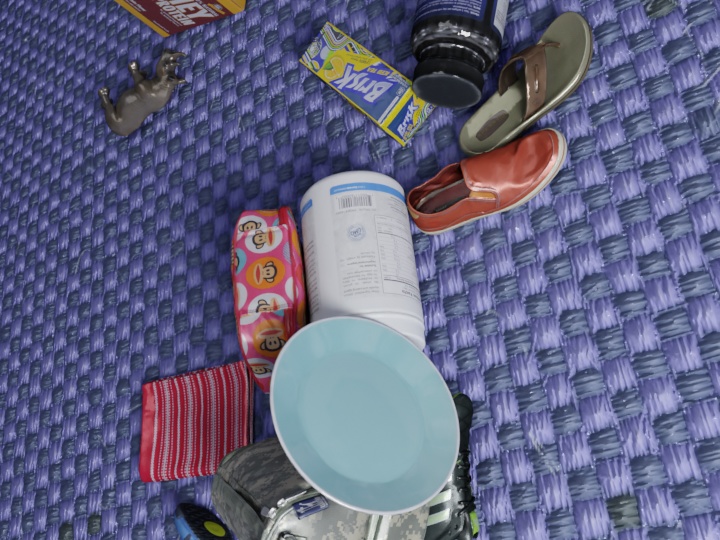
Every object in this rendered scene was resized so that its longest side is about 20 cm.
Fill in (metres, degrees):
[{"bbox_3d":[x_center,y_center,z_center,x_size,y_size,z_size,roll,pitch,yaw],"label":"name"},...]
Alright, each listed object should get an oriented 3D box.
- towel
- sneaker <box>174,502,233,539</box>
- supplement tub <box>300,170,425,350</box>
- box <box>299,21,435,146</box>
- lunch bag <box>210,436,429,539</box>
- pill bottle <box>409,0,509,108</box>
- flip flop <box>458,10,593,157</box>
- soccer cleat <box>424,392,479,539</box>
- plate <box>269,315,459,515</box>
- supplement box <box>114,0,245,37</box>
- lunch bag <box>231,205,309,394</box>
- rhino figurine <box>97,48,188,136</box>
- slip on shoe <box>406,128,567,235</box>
[{"bbox_3d":[-0.226,0.206,1.024,0.198,0.022,0.146,-16,66,29],"label":"towel"},{"bbox_3d":[-0.178,0.364,0.905,0.200,0.066,0.079,36,99,38],"label":"sneaker"},{"bbox_3d":[0.000,0.000,0.873,0.131,0.132,0.202,-19,64,28],"label":"supplement tub"},{"bbox_3d":[0.006,-0.250,1.002,0.070,0.064,0.200,-51,53,9],"label":"box"},{"bbox_3d":[-0.051,0.247,0.756,0.200,0.166,0.141,7,81,63],"label":"lunch bag"},{"bbox_3d":[0.121,-0.307,0.912,0.111,0.112,0.202,3,75,35],"label":"pill bottle"},{"bbox_3d":[0.185,-0.213,0.867,0.200,0.057,0.081,-44,54,14],"label":"flip flop"},{"bbox_3d":[0.091,0.228,0.775,0.080,0.067,0.202,17,90,28],"label":"soccer cleat"},{"bbox_3d":[0.004,0.136,0.718,0.026,0.198,0.202,-52,46,45],"label":"plate"},{"bbox_3d":[-0.295,-0.536,1.271,0.196,0.132,0.202,-4,71,33],"label":"supplement box"},{"bbox_3d":[-0.100,0.043,0.908,0.081,0.177,0.202,-7,56,1],"label":"lunch bag"},{"bbox_3d":[-0.365,-0.305,1.280,0.199,0.060,0.088,-33,77,20],"label":"rhino figurine"},{"bbox_3d":[0.140,-0.102,0.858,0.199,0.061,0.075,-25,59,24],"label":"slip on shoe"}]
